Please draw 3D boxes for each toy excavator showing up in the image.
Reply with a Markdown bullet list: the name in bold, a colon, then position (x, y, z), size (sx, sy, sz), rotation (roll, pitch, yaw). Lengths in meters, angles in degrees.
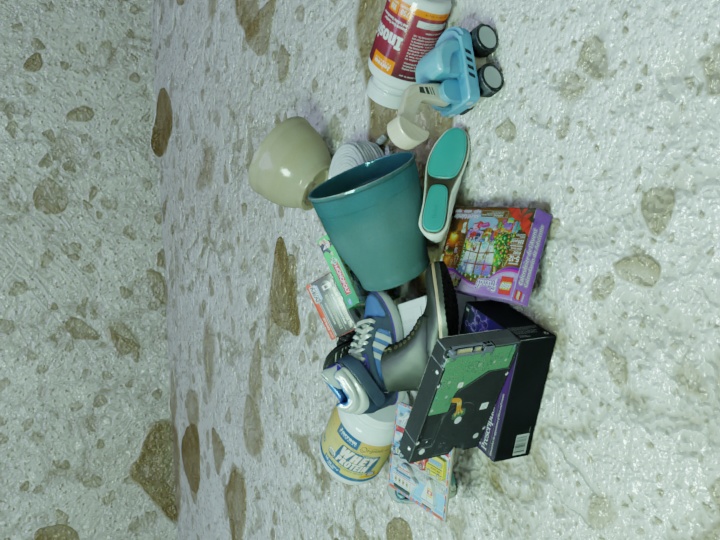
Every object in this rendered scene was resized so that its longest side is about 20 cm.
- **toy excavator**: position (0.120, -0.285, 1.139), size (0.099, 0.195, 0.201), rotation (-21, 74, 59)

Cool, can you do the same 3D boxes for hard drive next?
- **hard drive**: position (0.140, 0.180, 1.050), size (0.038, 0.136, 0.204), rotation (48, 133, 44)

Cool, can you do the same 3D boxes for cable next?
- **cable**: position (-0.004, -0.163, 1.504), size (0.198, 0.067, 0.207), rotation (-11, 82, 60)

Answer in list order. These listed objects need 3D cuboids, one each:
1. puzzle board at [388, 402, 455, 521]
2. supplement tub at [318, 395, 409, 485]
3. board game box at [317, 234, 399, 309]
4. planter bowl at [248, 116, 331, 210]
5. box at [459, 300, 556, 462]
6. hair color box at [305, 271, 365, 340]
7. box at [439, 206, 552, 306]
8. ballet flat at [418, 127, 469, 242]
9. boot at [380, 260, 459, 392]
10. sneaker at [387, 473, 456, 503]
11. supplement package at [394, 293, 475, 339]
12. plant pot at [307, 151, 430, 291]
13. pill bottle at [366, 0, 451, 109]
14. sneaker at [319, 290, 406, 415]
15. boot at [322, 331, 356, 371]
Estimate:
- **puzzle board**: position (0.100, 0.320, 1.251), size (0.199, 0.017, 0.156), rotation (-176, 93, -66)
- **supplement tub**: position (0.007, 0.310, 1.445), size (0.146, 0.141, 0.203), rotation (61, 142, 38)
- **board game box**: position (0.000, 0.000, 1.370), size (0.029, 0.199, 0.137), rotation (-29, 80, 22)
- **planter bowl**: position (-0.138, -0.222, 1.648), size (0.134, 0.199, 0.203), rotation (39, 131, 18)
- **box**: position (0.212, 0.167, 1.136), size (0.141, 0.077, 0.206), rotation (38, 125, 57)
- **hair color box**: position (-0.020, 0.047, 1.398), size (0.063, 0.199, 0.113), rotation (-26, 91, 21)
- **box**: position (0.200, -0.027, 1.136), size (0.198, 0.038, 0.141), rotation (9, 82, 60)
- **ballet flat**: position (0.139, -0.141, 1.230), size (0.069, 0.068, 0.205), rotation (-18, 53, 59)
- **boot**: position (0.084, 0.094, 1.142), size (0.135, 0.077, 0.207), rotation (-8, 84, 25)
- **sneaker**: position (0.092, 0.396, 1.358), size (0.199, 0.084, 0.080), rotation (-37, 60, 56)
- **supplement package**: position (0.108, 0.113, 1.282), size (0.199, 0.107, 0.117), rotation (-22, 74, 59)
- **plant pot**: position (0.031, -0.077, 1.265), size (0.198, 0.197, 0.192), rotation (11, 126, 60)
- **pill bottle**: position (0.078, -0.398, 1.294), size (0.114, 0.110, 0.203), rotation (58, 140, 41)
- **sneaker**: position (-0.003, 0.138, 1.226), size (0.080, 0.143, 0.207), rotation (-20, 76, 58)
- **boot**: position (-0.014, 0.155, 1.418), size (0.156, 0.207, 0.082), rotation (6, 110, 55)
